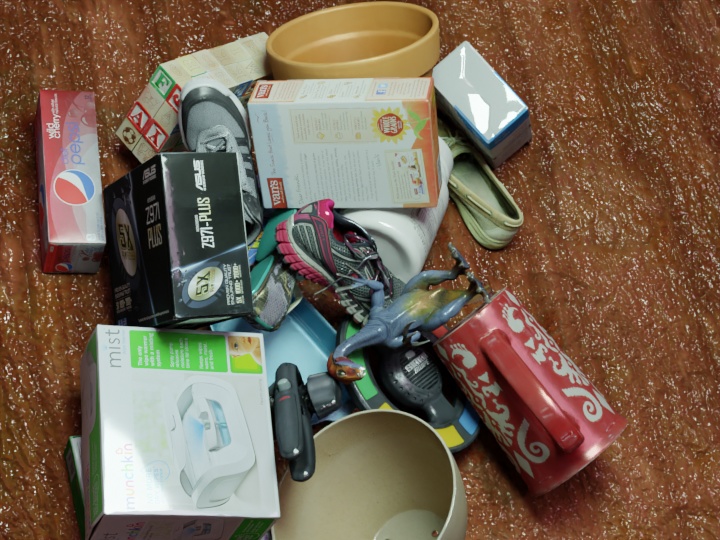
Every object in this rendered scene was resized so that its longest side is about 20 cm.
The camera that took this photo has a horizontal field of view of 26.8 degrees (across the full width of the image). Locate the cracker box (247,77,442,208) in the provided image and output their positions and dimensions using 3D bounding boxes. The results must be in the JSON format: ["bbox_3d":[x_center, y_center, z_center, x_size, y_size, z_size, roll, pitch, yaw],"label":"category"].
[{"bbox_3d":[-0.015,-0.138,1.650,0.199,0.135,0.058,0,35,10],"label":"cracker box"}]

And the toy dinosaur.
[{"bbox_3d":[0.052,0.063,1.609,0.181,0.200,0.105,-39,56,8],"label":"toy dinosaur"}]

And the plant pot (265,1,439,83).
[{"bbox_3d":[-0.002,-0.211,1.747,0.199,0.141,0.200,-6,29,3],"label":"plant pot"}]

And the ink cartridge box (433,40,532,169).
[{"bbox_3d":[0.151,-0.198,1.875,0.068,0.200,0.116,-41,79,2],"label":"ink cartridge box"}]

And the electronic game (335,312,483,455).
[{"bbox_3d":[0.057,0.116,1.674,0.199,0.042,0.201,24,44,-25],"label":"electronic game"}]

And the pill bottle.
[{"bbox_3d":[0.041,-0.074,1.762,0.114,0.115,0.200,28,45,-3],"label":"pill bottle"}]

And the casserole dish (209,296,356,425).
[{"bbox_3d":[-0.084,0.092,1.663,0.200,0.039,0.121,46,55,10],"label":"casserole dish"}]

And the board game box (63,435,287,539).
[{"bbox_3d":[-0.187,0.232,1.535,0.199,0.040,0.154,-5,62,-24],"label":"board game box"}]

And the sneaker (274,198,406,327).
[{"bbox_3d":[0.000,0.000,1.635,0.200,0.075,0.081,36,33,-32],"label":"sneaker"}]

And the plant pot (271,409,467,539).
[{"bbox_3d":[0.027,0.261,1.530,0.199,0.135,0.201,-14,52,19],"label":"plant pot"}]

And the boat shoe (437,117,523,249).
[{"bbox_3d":[0.130,-0.121,1.861,0.073,0.063,0.201,-21,70,-31],"label":"boat shoe"}]

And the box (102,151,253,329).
[{"bbox_3d":[-0.191,-0.023,1.548,0.086,0.200,0.165,-3,85,-26],"label":"box"}]

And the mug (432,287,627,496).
[{"bbox_3d":[0.189,0.122,1.648,0.133,0.178,0.200,-36,87,-27],"label":"mug"}]

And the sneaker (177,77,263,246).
[{"bbox_3d":[-0.146,-0.102,1.629,0.075,0.201,0.114,-14,32,0],"label":"sneaker"}]

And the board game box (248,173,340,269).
[{"bbox_3d":[-0.116,-0.060,1.755,0.199,0.019,0.103,-25,70,-32],"label":"board game box"}]

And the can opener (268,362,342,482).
[{"bbox_3d":[-0.065,0.147,1.527,0.064,0.078,0.200,57,12,-16],"label":"can opener"}]

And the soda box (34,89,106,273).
[{"bbox_3d":[-0.322,-0.099,1.666,0.063,0.070,0.201,0,60,-19],"label":"soda box"}]

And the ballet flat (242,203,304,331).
[{"bbox_3d":[-0.086,-0.002,1.663,0.072,0.072,0.201,26,40,-5],"label":"ballet flat"}]

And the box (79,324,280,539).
[{"bbox_3d":[-0.183,0.166,1.495,0.175,0.097,0.201,5,59,-21],"label":"box"}]

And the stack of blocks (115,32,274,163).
[{"bbox_3d":[-0.178,-0.199,1.754,0.059,0.115,0.200,47,37,10],"label":"stack of blocks"}]
